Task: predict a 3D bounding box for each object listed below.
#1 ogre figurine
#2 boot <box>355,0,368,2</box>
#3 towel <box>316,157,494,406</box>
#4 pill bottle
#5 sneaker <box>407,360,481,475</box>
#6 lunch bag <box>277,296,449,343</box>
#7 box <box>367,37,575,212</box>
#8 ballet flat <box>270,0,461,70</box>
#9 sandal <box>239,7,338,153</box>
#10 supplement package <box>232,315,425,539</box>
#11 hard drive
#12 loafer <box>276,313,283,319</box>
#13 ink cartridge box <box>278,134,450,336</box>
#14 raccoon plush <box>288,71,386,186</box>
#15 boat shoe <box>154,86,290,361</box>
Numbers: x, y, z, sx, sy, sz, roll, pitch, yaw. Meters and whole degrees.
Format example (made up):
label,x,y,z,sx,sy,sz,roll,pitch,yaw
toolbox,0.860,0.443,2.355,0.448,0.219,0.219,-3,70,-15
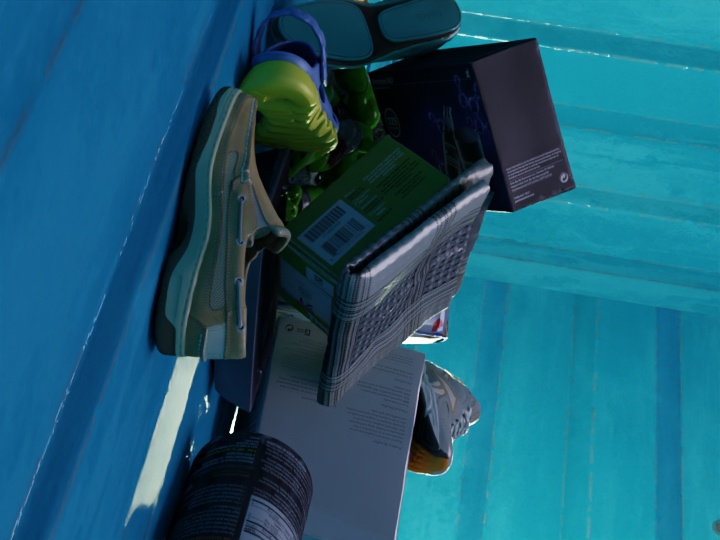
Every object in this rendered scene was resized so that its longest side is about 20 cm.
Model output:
label,x,y,z,sx,sy,sz,roll,pitch,yaw
ogre figurine,-0.029,-0.127,1.421,0.120,0.098,0.201,39,45,-55
boot,-0.015,-0.294,1.750,0.200,0.066,0.175,95,17,-45
towel,0.043,0.014,1.271,0.200,0.034,0.193,-39,156,-34
pill bottle,-0.103,0.226,1.143,0.200,0.106,0.107,-76,174,-58
sneaker,0.083,0.144,1.463,0.200,0.092,0.076,-102,-150,-65
lunch bag,-0.011,0.024,1.492,0.200,0.160,0.076,23,74,-50
box,0.100,-0.134,1.361,0.200,0.079,0.142,9,-64,64
ballet flat,0.000,-0.214,1.351,0.070,0.199,0.068,-35,-110,60
sandal,-0.055,-0.157,1.241,0.200,0.079,0.087,94,3,-76
supplement package,-0.043,0.175,1.415,0.151,0.151,0.201,131,-28,-64
hard drive,-0.094,0.006,1.266,0.135,0.042,0.201,-77,175,-57
loafer,-0.073,0.065,1.604,0.076,0.068,0.201,-76,174,-59
ink cartridge box,0.000,0.000,1.314,0.148,0.076,0.200,-43,159,-26
raccoon plush,-0.048,-0.162,1.566,0.200,0.134,0.097,60,-2,43
boat shoe,-0.085,-0.031,1.004,0.072,0.076,0.201,90,9,-71
